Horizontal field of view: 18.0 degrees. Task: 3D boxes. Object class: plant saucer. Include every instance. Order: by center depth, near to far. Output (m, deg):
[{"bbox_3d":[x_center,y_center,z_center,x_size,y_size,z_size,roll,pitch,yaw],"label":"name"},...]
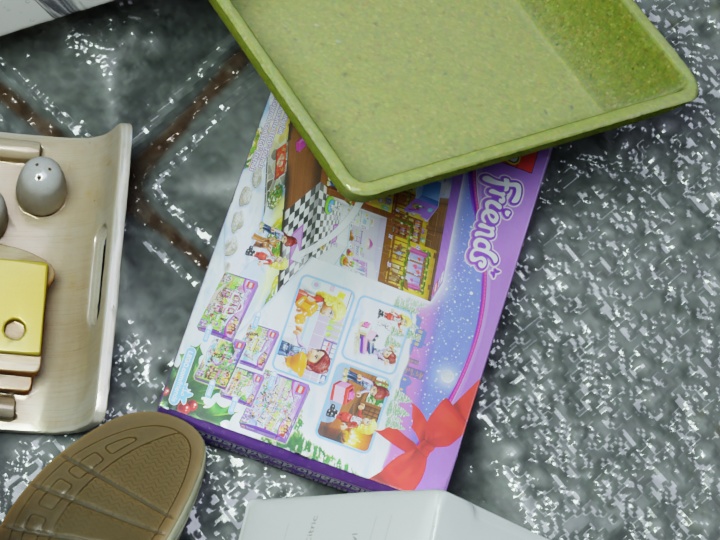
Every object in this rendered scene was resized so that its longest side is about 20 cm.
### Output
[{"bbox_3d":[0.024,-0.115,1.060,0.199,0.048,0.200,-17,59,-30],"label":"plant saucer"}]

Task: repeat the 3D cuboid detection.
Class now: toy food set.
[{"bbox_3d":[-0.206,-0.008,1.017,0.199,0.060,0.144,5,72,-8],"label":"toy food set"}]

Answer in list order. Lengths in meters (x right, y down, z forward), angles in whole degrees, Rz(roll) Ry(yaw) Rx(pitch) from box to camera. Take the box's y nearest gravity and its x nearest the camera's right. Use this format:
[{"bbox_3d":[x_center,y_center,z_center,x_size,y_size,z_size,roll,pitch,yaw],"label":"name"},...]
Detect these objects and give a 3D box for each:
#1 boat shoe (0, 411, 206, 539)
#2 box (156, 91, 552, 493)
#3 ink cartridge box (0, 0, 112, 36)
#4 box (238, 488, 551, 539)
[{"bbox_3d":[-0.127,0.152,0.982,0.072,0.065,0.200,18,61,21],"label":"boat shoe"},{"bbox_3d":[0.000,0.000,1.062,0.136,0.039,0.201,20,70,-2],"label":"box"},{"bbox_3d":[-0.173,-0.174,0.982,0.199,0.146,0.084,-15,62,17],"label":"ink cartridge box"},{"bbox_3d":[0.041,0.212,0.917,0.199,0.130,0.201,27,67,-34],"label":"box"}]
